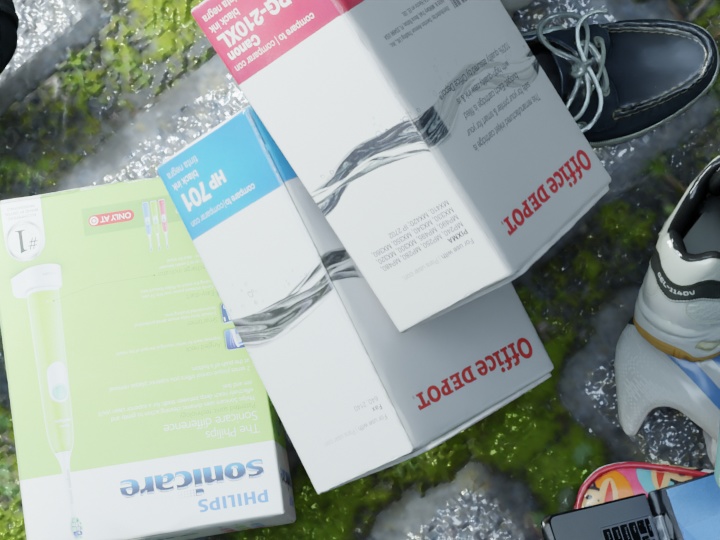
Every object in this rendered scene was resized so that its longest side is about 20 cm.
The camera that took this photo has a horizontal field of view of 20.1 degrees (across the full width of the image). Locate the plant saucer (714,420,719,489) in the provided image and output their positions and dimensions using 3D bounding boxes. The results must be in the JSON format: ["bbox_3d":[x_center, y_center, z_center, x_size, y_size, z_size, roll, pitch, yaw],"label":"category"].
[{"bbox_3d":[0.270,0.094,1.075,0.199,0.019,0.070,11,82,-26],"label":"plant saucer"}]

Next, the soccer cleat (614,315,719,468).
[{"bbox_3d":[0.241,0.075,1.151,0.199,0.070,0.087,11,95,8],"label":"soccer cleat"}]

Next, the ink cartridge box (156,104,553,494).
[{"bbox_3d":[0.000,0.000,1.113,0.086,0.146,0.201,-27,88,39],"label":"ink cartridge box"}]

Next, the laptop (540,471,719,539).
[{"bbox_3d":[0.208,0.190,1.029,0.116,0.200,0.188,-24,78,29],"label":"laptop"}]

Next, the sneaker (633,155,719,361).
[{"bbox_3d":[0.225,-0.037,1.124,0.075,0.088,0.200,26,54,21],"label":"sneaker"}]

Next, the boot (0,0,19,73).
[{"bbox_3d":[-0.252,-0.044,1.158,0.200,0.076,0.169,-32,66,23],"label":"boot"}]

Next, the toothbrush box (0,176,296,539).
[{"bbox_3d":[-0.124,0.054,1.161,0.145,0.086,0.201,-10,79,2],"label":"toothbrush box"}]

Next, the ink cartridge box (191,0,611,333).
[{"bbox_3d":[0.026,-0.089,1.059,0.084,0.145,0.200,-29,96,36],"label":"ink cartridge box"}]

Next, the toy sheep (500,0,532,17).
[{"bbox_3d":[0.050,-0.197,1.164,0.200,0.138,0.138,-31,77,36],"label":"toy sheep"}]

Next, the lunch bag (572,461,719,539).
[{"bbox_3d":[0.194,0.209,1.117,0.175,0.082,0.201,8,80,4],"label":"lunch bag"}]

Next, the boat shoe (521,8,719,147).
[{"bbox_3d":[0.113,-0.111,1.186,0.199,0.062,0.075,-7,81,3],"label":"boat shoe"}]
